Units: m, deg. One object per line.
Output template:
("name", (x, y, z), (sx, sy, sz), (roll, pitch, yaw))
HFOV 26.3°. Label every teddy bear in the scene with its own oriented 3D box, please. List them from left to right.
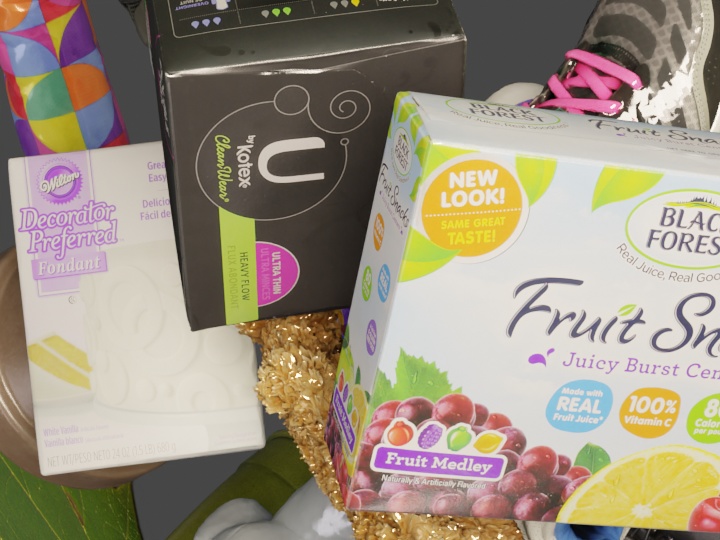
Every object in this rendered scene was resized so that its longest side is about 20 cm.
("teddy bear", (-0.002, 0.082, 0.701), (0.200, 0.066, 0.145), (52, 171, 25))

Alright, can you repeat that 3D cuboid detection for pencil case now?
("pencil case", (-0.222, -0.133, 1.121), (0.088, 0.088, 0.202), (30, 139, 44))

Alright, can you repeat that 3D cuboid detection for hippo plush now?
("hippo plush", (-0.019, 0.185, 0.955), (0.160, 0.160, 0.200), (53, 175, -17))

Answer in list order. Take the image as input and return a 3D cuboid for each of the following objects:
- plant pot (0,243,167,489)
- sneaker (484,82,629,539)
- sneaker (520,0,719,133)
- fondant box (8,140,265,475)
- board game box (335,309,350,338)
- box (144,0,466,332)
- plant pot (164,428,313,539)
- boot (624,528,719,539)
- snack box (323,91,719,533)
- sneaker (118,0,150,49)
("plant pot", (-0.167, 0.041, 1.115), (0.174, 0.200, 0.201), (-29, 92, 46))
("sneaker", (0.095, 0.032, 0.681), (0.146, 0.080, 0.202), (39, 127, 56))
("sneaker", (0.077, -0.041, 0.598), (0.074, 0.087, 0.201), (37, 105, 47))
("fondant box", (-0.142, 0.022, 0.989), (0.058, 0.143, 0.202), (119, 144, -84))
("board game box", (0.000, 0.000, 0.836), (0.200, 0.044, 0.136), (-133, 33, -57))
("box", (-0.034, -0.100, 0.696), (0.149, 0.123, 0.201), (90, 169, -46))
("plant pot", (-0.085, 0.254, 1.151), (0.200, 0.192, 0.202), (40, 147, 33))
("boot", (0.135, 0.132, 0.801), (0.200, 0.065, 0.166), (40, 149, 26))
("snack box", (0.098, 0.021, 0.556), (0.053, 0.198, 0.144), (-116, 34, -62))
("sneaker", (-0.118, -0.211, 0.866), (0.114, 0.076, 0.200), (48, 157, 9))
